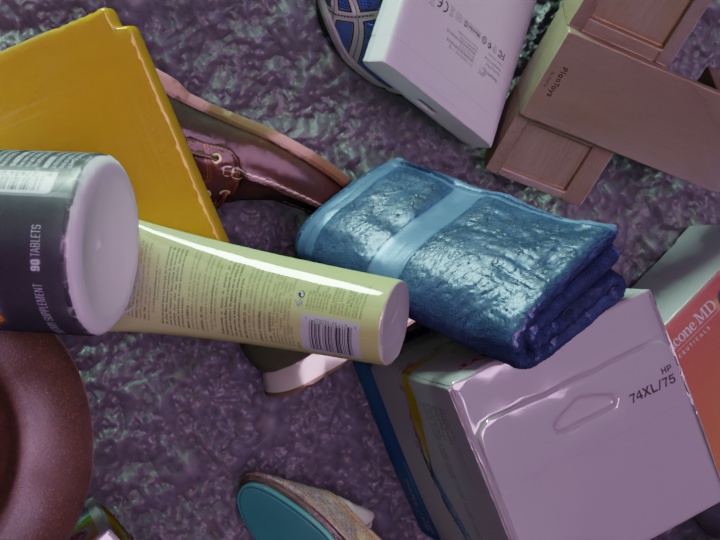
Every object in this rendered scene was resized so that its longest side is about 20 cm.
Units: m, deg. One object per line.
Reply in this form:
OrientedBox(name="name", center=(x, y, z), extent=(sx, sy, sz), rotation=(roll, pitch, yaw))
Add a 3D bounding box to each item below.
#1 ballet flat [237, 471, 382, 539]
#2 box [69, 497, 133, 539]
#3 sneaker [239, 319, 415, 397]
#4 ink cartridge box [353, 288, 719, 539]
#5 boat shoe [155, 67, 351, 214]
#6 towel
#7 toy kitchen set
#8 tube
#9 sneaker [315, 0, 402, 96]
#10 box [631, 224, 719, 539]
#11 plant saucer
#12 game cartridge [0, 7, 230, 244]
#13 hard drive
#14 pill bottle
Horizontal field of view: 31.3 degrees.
OrientedBox(name="ballet flat", center=(0.000, 0.204, 0.891), extent=(0.200, 0.068, 0.067), rotation=(42, 36, 11))
OrientedBox(name="box", center=(-0.210, 0.253, 0.810), extent=(0.200, 0.112, 0.101), rotation=(-40, 102, -14))
OrientedBox(name="sneaker", center=(0.000, 0.000, 0.893), extent=(0.200, 0.067, 0.090), rotation=(-32, 104, -11))
OrientedBox(name="ink cartridge box", center=(0.111, 0.102, 0.859), extent=(0.147, 0.200, 0.146), rotation=(-23, 97, -15))
OrientedBox(name="boat shoe", center=(-0.106, -0.077, 0.862), extent=(0.200, 0.070, 0.070), rotation=(25, 77, -7))
OrientedBox(name="towel", center=(0.057, -0.012, 0.800), extent=(0.112, 0.200, 0.049), rotation=(-37, 133, -29))
OrientedBox(name="toy kitchen set", center=(0.205, -0.167, 0.954), extent=(0.163, 0.181, 0.200), rotation=(20, 124, -13))
OrientedBox(name="tube", center=(-0.071, 0.014, 0.773), extent=(0.200, 0.052, 0.058), rotation=(9, 57, 19))
OrientedBox(name="sneaker", center=(0.002, -0.207, 0.889), extent=(0.076, 0.077, 0.200), rotation=(-38, 103, -15))
OrientedBox(name="box", center=(0.282, 0.087, 0.959), extent=(0.152, 0.106, 0.200), rotation=(-43, 102, -12))
OrientedBox(name="plant saucer", center=(-0.259, 0.109, 0.779), extent=(0.200, 0.037, 0.201), rotation=(-2, 82, 16))
OrientedBox(name="game cartridge", center=(-0.205, -0.051, 0.817), extent=(0.200, 0.032, 0.177), rotation=(-21, 97, 5))
OrientedBox(name="hard drive", center=(0.077, -0.205, 0.897), extent=(0.132, 0.027, 0.200), rotation=(30, 73, -45))
OrientedBox(name="pill bottle", center=(-0.239, -0.019, 0.749), extent=(0.200, 0.106, 0.106), rotation=(3, 89, 11))
